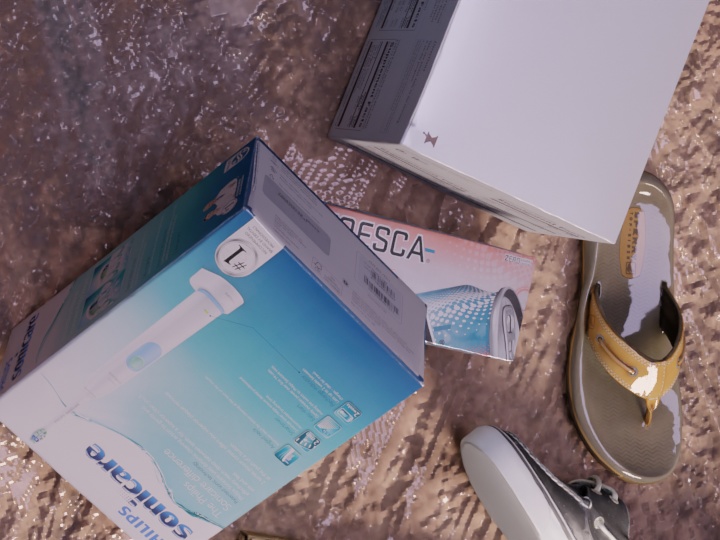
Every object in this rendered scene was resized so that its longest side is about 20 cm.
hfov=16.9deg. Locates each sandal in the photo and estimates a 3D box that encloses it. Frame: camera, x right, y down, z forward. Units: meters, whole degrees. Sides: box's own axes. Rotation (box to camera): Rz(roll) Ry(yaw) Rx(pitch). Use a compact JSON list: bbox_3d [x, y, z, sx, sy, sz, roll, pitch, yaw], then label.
[{"bbox_3d":[0.175,0.037,1.523,0.080,0.054,0.201,-1,96,-23],"label":"sandal"}]

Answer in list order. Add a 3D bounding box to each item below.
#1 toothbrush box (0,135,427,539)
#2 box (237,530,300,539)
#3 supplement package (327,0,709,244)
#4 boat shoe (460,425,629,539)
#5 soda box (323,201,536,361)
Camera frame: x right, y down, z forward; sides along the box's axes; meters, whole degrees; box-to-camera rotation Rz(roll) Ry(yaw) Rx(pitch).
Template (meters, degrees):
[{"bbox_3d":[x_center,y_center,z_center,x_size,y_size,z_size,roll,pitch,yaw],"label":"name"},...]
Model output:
[{"bbox_3d":[-0.083,0.049,1.343,0.200,0.085,0.146,-38,112,22],"label":"toothbrush box"},{"bbox_3d":[0.001,0.255,1.486,0.199,0.021,0.164,13,90,-24],"label":"box"},{"bbox_3d":[0.101,-0.138,1.444,0.155,0.111,0.201,24,86,-24],"label":"supplement package"},{"bbox_3d":[0.132,0.161,1.513,0.064,0.071,0.200,-43,118,-14],"label":"boat shoe"},{"bbox_3d":[0.000,0.000,1.439,0.199,0.064,0.069,13,90,-23],"label":"soda box"}]
